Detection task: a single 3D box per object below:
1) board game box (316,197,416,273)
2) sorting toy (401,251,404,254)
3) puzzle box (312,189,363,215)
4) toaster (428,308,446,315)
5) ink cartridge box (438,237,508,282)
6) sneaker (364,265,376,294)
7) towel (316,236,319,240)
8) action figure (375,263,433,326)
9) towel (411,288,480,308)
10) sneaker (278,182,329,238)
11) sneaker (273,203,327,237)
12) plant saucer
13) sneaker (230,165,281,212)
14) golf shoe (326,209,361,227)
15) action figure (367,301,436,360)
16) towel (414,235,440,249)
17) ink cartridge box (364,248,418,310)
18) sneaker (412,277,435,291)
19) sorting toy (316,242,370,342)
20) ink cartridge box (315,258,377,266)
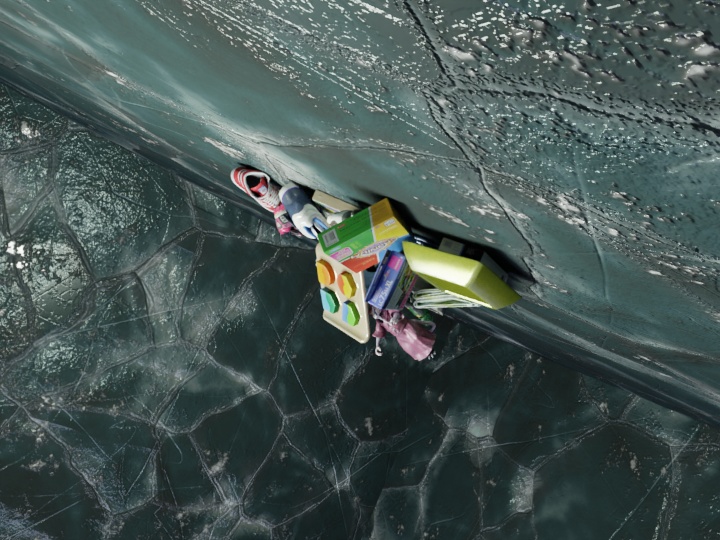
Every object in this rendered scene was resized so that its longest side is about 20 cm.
[{"bbox_3d":[0.019,-0.063,1.150,0.041,0.151,0.200,67,-168,18],"label":"board game box"},{"bbox_3d":[0.050,-0.062,1.452,0.196,0.037,0.185,12,173,19],"label":"sorting toy"},{"bbox_3d":[-0.031,-0.133,1.409,0.131,0.026,0.200,25,176,14],"label":"puzzle box"},{"bbox_3d":[0.180,0.034,1.627,0.178,0.121,0.200,24,176,11],"label":"toaster"},{"bbox_3d":[0.242,-0.007,1.209,0.098,0.040,0.199,22,174,34],"label":"ink cartridge box"},{"bbox_3d":[0.000,0.000,1.416,0.078,0.091,0.199,12,-165,-44],"label":"sneaker"},{"bbox_3d":[-0.003,-0.050,1.474,0.145,0.024,0.198,14,174,44],"label":"towel"},{"bbox_3d":[0.107,0.064,1.453,0.200,0.055,0.118,43,-179,0],"label":"action figure"},{"bbox_3d":[0.233,0.059,1.377,0.168,0.049,0.199,-3,179,29],"label":"towel"},{"bbox_3d":[-0.120,-0.118,1.428,0.148,0.080,0.200,56,-176,24],"label":"sneaker"},{"bbox_3d":[-0.153,-0.126,1.582,0.197,0.076,0.080,4,159,-43],"label":"sneaker"},{"bbox_3d":[0.196,0.018,1.168,0.198,0.049,0.199,19,171,43],"label":"plant saucer"},{"bbox_3d":[-0.241,-0.202,1.521,0.198,0.072,0.112,30,178,-31],"label":"sneaker"},{"bbox_3d":[-0.005,-0.083,1.296,0.093,0.079,0.200,11,160,28],"label":"golf shoe"},{"bbox_3d":[0.096,0.125,1.373,0.199,0.150,0.134,38,136,-9],"label":"action figure"},{"bbox_3d":[0.177,-0.024,1.355,0.110,0.049,0.200,25,177,27],"label":"towel"},{"bbox_3d":[0.074,0.024,1.239,0.041,0.121,0.199,26,-176,21],"label":"ink cartridge box"},{"bbox_3d":[0.145,0.018,1.456,0.080,0.077,0.200,43,-179,33],"label":"sneaker"},{"bbox_3d":[-0.047,0.051,1.366,0.036,0.204,0.184,-18,-153,-33],"label":"sorting toy"},{"bbox_3d":[-0.018,-0.043,1.678,0.198,0.149,0.083,24,178,41],"label":"ink cartridge box"}]
